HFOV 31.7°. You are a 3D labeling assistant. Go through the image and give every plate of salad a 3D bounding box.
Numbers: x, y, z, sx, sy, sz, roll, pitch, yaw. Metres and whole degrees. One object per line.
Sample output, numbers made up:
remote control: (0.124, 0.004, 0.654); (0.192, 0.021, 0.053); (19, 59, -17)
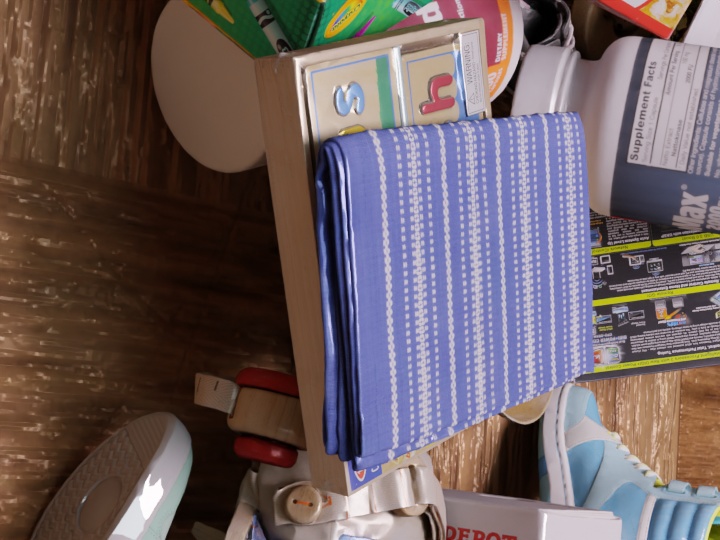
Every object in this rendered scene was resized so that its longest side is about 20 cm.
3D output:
plate of salad: (0.253, -0.185, 0.935); (0.200, 0.048, 0.200); (-53, 162, -26)

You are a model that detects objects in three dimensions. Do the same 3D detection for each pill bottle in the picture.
pill bottle: (0.202, -0.088, 0.820); (0.120, 0.200, 0.120); (11, 90, -75)
pill bottle: (-0.010, -0.124, 0.708); (0.200, 0.114, 0.114); (-24, 105, -43)

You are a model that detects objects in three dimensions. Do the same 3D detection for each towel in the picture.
towel: (0.050, 0.001, 0.602); (0.200, 0.024, 0.145); (-13, 103, -48)

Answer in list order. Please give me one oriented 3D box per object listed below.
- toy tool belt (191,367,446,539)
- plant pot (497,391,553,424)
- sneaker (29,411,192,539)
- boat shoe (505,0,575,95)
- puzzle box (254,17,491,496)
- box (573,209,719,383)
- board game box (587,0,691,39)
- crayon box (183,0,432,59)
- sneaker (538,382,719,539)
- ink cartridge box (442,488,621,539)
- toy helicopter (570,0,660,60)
toy tool belt: (-0.025, 0.133, 0.661); (0.200, 0.125, 0.123); (45, 57, -64)
plant pot: (0.083, 0.001, 0.824); (0.200, 0.027, 0.200); (32, 53, -55)
sneaker: (-0.109, 0.176, 0.622); (0.118, 0.074, 0.201); (33, 75, -33)
boat shoe: (0.109, -0.183, 0.871); (0.200, 0.057, 0.067); (49, 56, -32)
puzzle box: (0.018, -0.011, 0.595); (0.133, 0.025, 0.200); (-22, 111, -43)
box: (0.239, -0.012, 0.909); (0.044, 0.200, 0.161); (-52, 133, -80)
board game box: (0.085, -0.210, 0.732); (0.200, 0.152, 0.046); (26, 105, -13)
crayon box: (-0.061, -0.190, 0.618); (0.200, 0.058, 0.119); (41, 50, 12)
sneaker: (0.186, 0.149, 0.847); (0.200, 0.130, 0.080); (-82, 162, -50)
ink cartridge box: (0.065, 0.233, 0.748); (0.084, 0.145, 0.200); (16, 78, -44)
toy helicopter: (0.236, -0.214, 0.983); (0.200, 0.079, 0.132); (-29, 132, -31)
